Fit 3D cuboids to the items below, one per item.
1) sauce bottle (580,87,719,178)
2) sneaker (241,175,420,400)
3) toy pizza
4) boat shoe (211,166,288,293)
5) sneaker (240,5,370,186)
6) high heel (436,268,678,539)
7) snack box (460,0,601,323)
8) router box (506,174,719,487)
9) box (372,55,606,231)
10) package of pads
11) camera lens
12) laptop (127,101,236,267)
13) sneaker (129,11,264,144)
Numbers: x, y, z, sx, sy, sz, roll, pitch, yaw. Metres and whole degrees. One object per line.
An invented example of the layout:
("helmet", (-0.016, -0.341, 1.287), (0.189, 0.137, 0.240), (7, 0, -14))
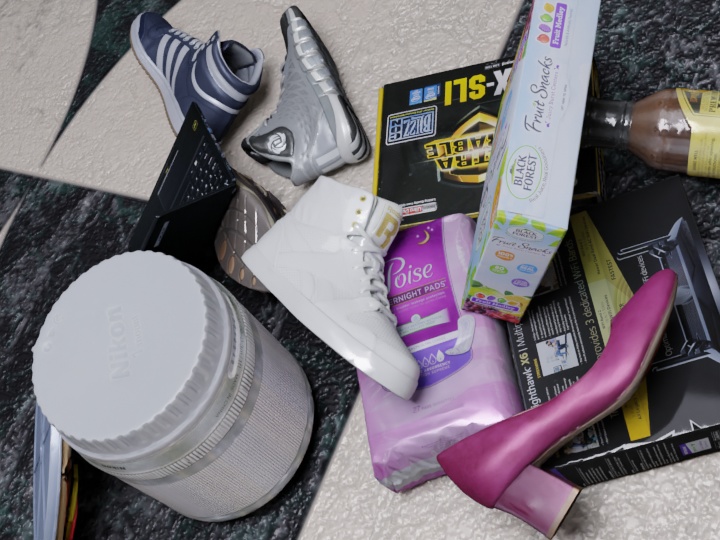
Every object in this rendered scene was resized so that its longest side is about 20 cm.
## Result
("sauce bottle", (0.255, -0.102, 0.777), (0.197, 0.065, 0.065), (8, 65, 17))
("sneaker", (0.000, 0.000, 0.788), (0.116, 0.074, 0.200), (-48, 52, 0))
("toy pizza", (-0.252, 0.148, 0.877), (0.031, 0.201, 0.202), (3, 53, -20))
("boat shoe", (-0.097, -0.047, 0.948), (0.200, 0.073, 0.075), (49, 123, 44))
("sneaker", (-0.074, -0.165, 1.017), (0.115, 0.075, 0.202), (-29, 54, 10))
("high heel", (0.135, 0.072, 0.704), (0.095, 0.067, 0.201), (29, 81, 19))
("snack box", (0.123, -0.084, 0.760), (0.052, 0.143, 0.202), (12, 63, 3))
("router box", (0.192, 0.046, 0.775), (0.155, 0.052, 0.202), (-18, 56, 16))
("box", (0.110, -0.105, 0.907), (0.197, 0.049, 0.162), (-8, 57, 22))
("package of pads", (0.056, 0.062, 0.818), (0.119, 0.076, 0.202), (-18, 56, 12))
("camera lens", (-0.136, 0.095, 0.811), (0.158, 0.200, 0.162), (-10, 60, 17))
("laptop", (-0.191, -0.032, 0.921), (0.178, 0.102, 0.201), (-58, 42, 28))
("sneaker", (-0.167, -0.223, 1.077), (0.109, 0.070, 0.201), (-46, 55, 27))
